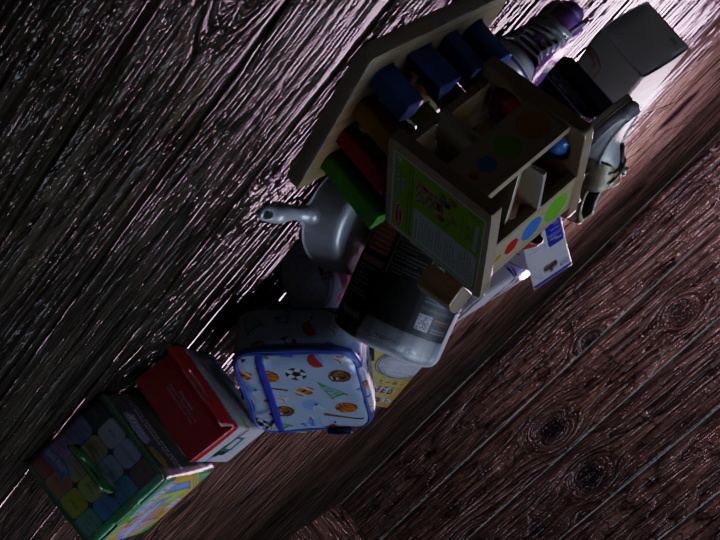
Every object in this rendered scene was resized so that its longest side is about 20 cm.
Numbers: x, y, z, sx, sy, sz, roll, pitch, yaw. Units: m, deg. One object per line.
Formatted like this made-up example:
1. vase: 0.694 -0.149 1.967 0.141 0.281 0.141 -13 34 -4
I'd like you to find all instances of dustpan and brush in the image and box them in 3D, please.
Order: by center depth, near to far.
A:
1. dustpan and brush: -0.034 -0.057 1.484 0.200 0.057 0.141 -12 124 -62

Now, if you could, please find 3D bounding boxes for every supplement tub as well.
1. supplement tub: 0.063 -0.011 1.505 0.201 0.122 0.122 -66 165 5

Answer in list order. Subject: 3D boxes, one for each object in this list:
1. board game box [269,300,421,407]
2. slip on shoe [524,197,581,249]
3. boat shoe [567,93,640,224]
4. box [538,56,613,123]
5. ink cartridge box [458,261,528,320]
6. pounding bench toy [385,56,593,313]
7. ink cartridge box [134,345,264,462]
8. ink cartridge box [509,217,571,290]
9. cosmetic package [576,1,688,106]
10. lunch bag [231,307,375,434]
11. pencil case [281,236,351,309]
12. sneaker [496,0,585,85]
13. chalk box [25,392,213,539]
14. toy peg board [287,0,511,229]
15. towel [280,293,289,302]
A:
1. board game box: -0.032 0.102 1.700 0.198 0.035 0.136 12 142 -21
2. slip on shoe: 0.186 -0.047 1.707 0.200 0.061 0.074 -45 168 32
3. boat shoe: 0.283 -0.129 1.685 0.075 0.069 0.200 -33 165 -31
4. box: 0.192 -0.155 1.728 0.200 0.104 0.182 -45 166 22
5. ink cartridge box: 0.156 -0.034 1.957 0.199 0.146 0.083 -28 168 -47
6. pounding bench toy: 0.120 -0.069 1.340 0.156 0.124 0.201 -39 154 -25
7. ink cartridge box: -0.187 0.155 1.647 0.067 0.116 0.200 -38 168 3
8. ink cartridge box: 0.224 -0.084 1.913 0.039 0.202 0.099 -1 -160 43
9. cosmetic package: 0.325 -0.243 1.866 0.103 0.087 0.200 -31 166 -33
10. lunch bag: -0.067 0.120 1.628 0.159 0.076 0.201 -3 145 4
11. pencil case: 0.000 0.000 1.657 0.199 0.091 0.083 -5 165 -47
12. sneaker: 0.180 -0.240 1.481 0.114 0.073 0.200 -46 179 12
13. chalk box: -0.275 0.221 1.599 0.124 0.125 0.200 -42 167 9
14. toy peg board: 0.060 -0.147 1.360 0.199 0.098 0.199 -32 166 -37
15. towel: -0.035 0.089 1.787 0.164 0.086 0.200 13 142 -20
